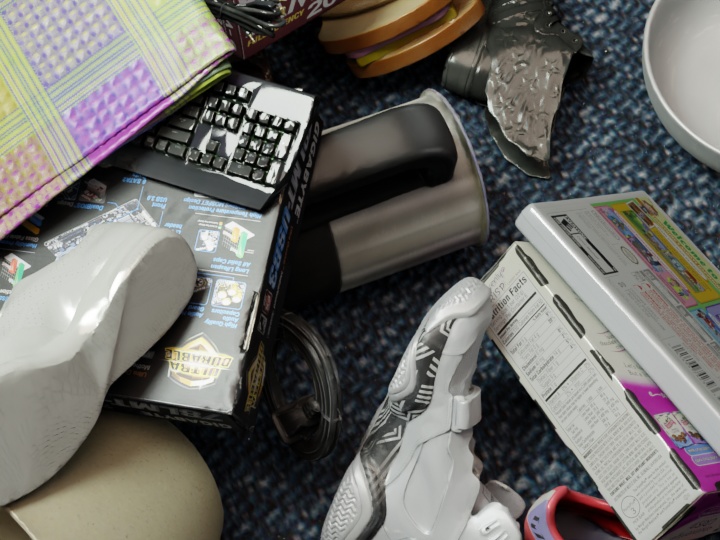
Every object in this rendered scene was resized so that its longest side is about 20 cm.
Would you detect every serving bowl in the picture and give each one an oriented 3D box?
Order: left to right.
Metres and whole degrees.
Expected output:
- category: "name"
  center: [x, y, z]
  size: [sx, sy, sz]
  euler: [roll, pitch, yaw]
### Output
- category: "serving bowl"
  center: [0.302, -0.141, 1.160]
  size: [0.198, 0.066, 0.201]
  euler: [0, 62, -1]

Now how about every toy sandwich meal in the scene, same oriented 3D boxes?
- category: "toy sandwich meal"
  center: [0.029, -0.233, 1.189]
  size: [0.204, 0.070, 0.206]
  euler: [-21, 36, 16]

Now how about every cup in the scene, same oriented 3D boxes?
- category: "cup"
  center: [-0.165, 0.160, 0.932]
  size: [0.200, 0.201, 0.143]
  euler: [40, 48, 18]

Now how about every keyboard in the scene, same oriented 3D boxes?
- category: "keyboard"
  center: [-0.116, -0.118, 0.925]
  size: [0.199, 0.021, 0.128]
  euler: [18, 78, 18]

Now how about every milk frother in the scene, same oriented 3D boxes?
- category: "milk frother"
  center: [0.000, 0.000, 1.040]
  size: [0.187, 0.180, 0.201]
  euler: [-20, 94, -11]

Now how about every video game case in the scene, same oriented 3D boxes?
- category: "video game case"
  center: [0.209, 0.029, 1.024]
  size: [0.200, 0.022, 0.182]
  euler: [50, 29, 19]

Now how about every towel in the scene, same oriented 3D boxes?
- category: "towel"
  center: [-0.183, -0.117, 0.923]
  size: [0.199, 0.023, 0.144]
  euler: [-36, 71, 6]

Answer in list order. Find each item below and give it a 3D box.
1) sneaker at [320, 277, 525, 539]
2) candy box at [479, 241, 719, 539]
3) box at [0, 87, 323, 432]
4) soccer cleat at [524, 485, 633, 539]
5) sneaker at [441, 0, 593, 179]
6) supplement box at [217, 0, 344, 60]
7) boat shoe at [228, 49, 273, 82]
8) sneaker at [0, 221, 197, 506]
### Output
- category: "sneaker"
  center: [0.062, 0.110, 0.982]
  size: [0.114, 0.075, 0.201]
  euler: [26, 103, 2]
- category: "candy box"
  center: [0.172, 0.075, 0.999]
  size: [0.136, 0.061, 0.201]
  euler: [3, 46, -50]
- category: "box"
  center: [-0.139, -0.017, 0.932]
  size: [0.199, 0.050, 0.200]
  euler: [6, 73, 16]
- category: "soccer cleat"
  center: [0.195, 0.193, 0.972]
  size: [0.199, 0.077, 0.067]
  euler: [24, 64, 11]
- category: "sneaker"
  center: [0.131, -0.174, 1.179]
  size: [0.104, 0.060, 0.201]
  euler: [22, 69, 11]
- category: "supplement box"
  center: [-0.109, -0.222, 1.088]
  size: [0.109, 0.061, 0.199]
  euler: [-35, 44, -28]
- category: "boat shoe"
  center: [-0.095, -0.138, 1.087]
  size: [0.072, 0.072, 0.200]
  euler: [-12, 25, -2]
- category: "sneaker"
  center: [-0.179, 0.047, 0.849]
  size: [0.088, 0.076, 0.200]
  euler: [18, 52, 37]
